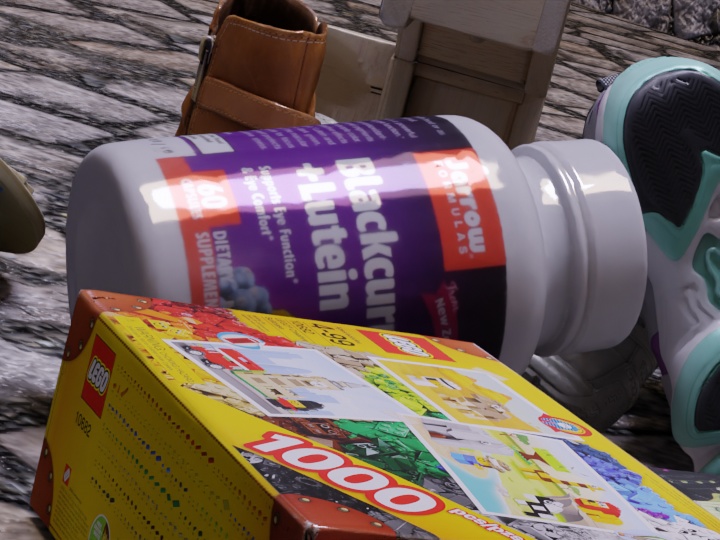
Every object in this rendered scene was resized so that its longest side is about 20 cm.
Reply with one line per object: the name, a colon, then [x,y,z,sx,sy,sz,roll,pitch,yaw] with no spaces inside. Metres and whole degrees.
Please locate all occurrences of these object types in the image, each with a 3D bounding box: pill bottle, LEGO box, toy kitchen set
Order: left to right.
pill bottle: [0.000,0.000,0.866,0.200,0.112,0.111,-7,19,-22]
toy kitchen set: [0.002,-0.075,1.110,0.163,0.200,0.180,15,14,4]
LEGO box: [0.005,0.078,0.689,0.149,0.077,0.200,8,13,-27]

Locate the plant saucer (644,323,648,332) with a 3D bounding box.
plant saucer: [0.220,0.032,1.051,0.200,0.032,0.200,18,38,-15]

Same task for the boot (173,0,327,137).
boot: [-0.067,-0.049,0.999,0.077,0.155,0.200,2,16,-18]

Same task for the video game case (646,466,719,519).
video game case: [0.175,0.121,0.796,0.181,0.036,0.200,10,12,-23]

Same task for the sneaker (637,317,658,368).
sneaker: [0.051,0.008,1.083,0.200,0.077,0.078,14,9,-14]

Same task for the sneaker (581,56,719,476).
sneaker: [0.141,0.008,0.962,0.078,0.200,0.140,-15,6,-5]

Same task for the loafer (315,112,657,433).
loafer: [0.041,-0.004,1.013,0.200,0.070,0.070,41,59,14]

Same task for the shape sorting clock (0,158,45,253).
shape sorting clock: [-0.219,-0.070,0.995,0.200,0.039,0.200,31,-13,8]
